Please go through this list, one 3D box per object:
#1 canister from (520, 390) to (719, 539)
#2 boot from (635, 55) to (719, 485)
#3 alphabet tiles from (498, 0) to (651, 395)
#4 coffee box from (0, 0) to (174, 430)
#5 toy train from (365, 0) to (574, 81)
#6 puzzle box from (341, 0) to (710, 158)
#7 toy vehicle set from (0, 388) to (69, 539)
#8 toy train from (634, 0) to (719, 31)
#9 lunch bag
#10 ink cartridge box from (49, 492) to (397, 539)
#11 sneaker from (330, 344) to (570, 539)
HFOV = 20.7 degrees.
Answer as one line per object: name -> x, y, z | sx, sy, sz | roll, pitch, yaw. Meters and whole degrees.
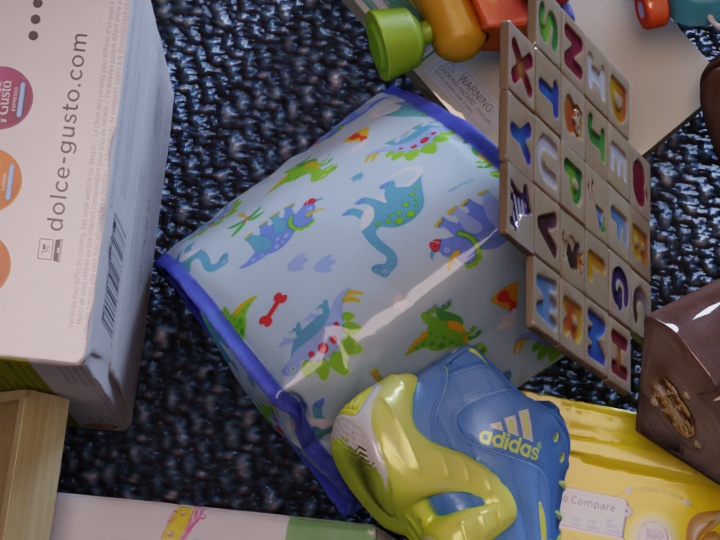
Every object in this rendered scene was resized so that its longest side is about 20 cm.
canister -> 0.108, 0.173, 1.004 | 0.148, 0.087, 0.201 | 11, 79, 1
boot -> 0.185, -0.003, 0.999 | 0.200, 0.064, 0.187 | -30, 86, -42
alphabet tiles -> 0.106, -0.036, 0.943 | 0.006, 0.200, 0.167 | -7, 71, 25
coffee box -> -0.209, -0.040, 0.985 | 0.196, 0.200, 0.201 | 6, 77, 1
toy train -> 0.056, -0.127, 1.035 | 0.115, 0.085, 0.201 | -19, 79, -12
puzzle box -> 0.091, -0.135, 1.100 | 0.133, 0.025, 0.200 | -38, 81, -8
toy vehicle set -> -0.202, 0.162, 0.959 | 0.026, 0.124, 0.201 | 20, 71, -41
toy train -> 0.224, -0.201, 1.074 | 0.150, 0.056, 0.201 | 20, 57, 13
lunch bag -> 0.000, 0.000, 1.011 | 0.170, 0.128, 0.200 | -35, 43, -8
ink cartridge box -> -0.086, 0.192, 0.973 | 0.199, 0.088, 0.146 | 4, 76, 15
sneaker -> 0.075, 0.123, 0.922 | 0.105, 0.076, 0.201 | -38, 107, -19
